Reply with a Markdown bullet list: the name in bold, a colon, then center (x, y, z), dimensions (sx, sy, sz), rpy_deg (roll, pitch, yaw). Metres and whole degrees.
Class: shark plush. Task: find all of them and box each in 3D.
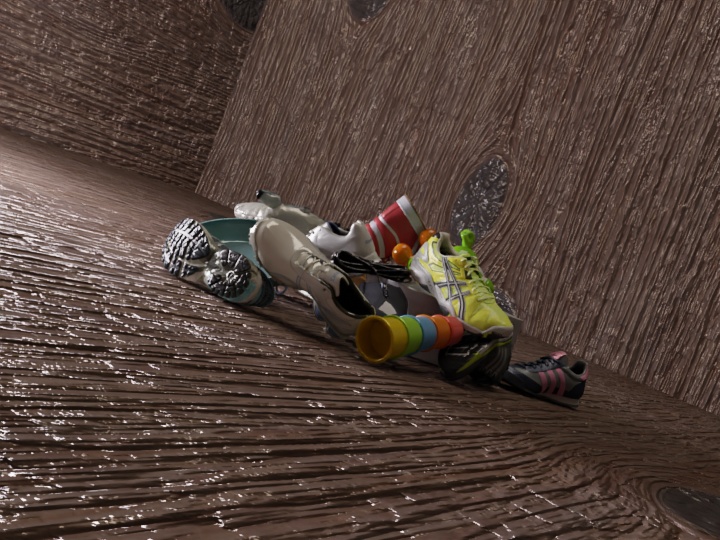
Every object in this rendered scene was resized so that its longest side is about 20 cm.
- **shark plush**: center (-0.102, -0.085, 1.648), dimensions (0.198, 0.092, 0.083), rpy_deg (-2, 5, -9)

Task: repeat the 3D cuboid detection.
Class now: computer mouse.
- **computer mouse**: center (0.004, 0.033, 1.439), dimensions (0.139, 0.046, 0.201), rpy_deg (13, 37, -3)

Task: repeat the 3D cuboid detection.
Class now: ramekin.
- **ramekin**: center (0.088, 0.076, 1.604), dimensions (0.199, 0.099, 0.200), rpy_deg (21, 3, -1)

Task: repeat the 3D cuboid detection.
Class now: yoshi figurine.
- **yoshi figurine**: center (0.134, -0.015, 1.615), dimensions (0.111, 0.113, 0.200), rpy_deg (14, 11, -36)

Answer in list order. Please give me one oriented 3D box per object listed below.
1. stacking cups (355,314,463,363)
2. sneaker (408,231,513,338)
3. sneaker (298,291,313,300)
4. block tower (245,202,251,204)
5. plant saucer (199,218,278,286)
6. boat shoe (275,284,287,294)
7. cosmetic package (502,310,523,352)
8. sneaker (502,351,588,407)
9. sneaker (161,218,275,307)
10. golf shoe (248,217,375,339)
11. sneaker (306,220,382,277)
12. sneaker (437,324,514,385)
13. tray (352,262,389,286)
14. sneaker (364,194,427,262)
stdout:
- **stacking cups**: center (0.075, 0.082, 1.358), dimensions (0.060, 0.061, 0.199), rpy_deg (23, 16, 34)
- **sneaker**: center (0.147, 0.022, 1.474), dimensions (0.075, 0.077, 0.200), rpy_deg (-5, 40, -46)
- **sneaker**: center (-0.023, 0.018, 1.763), dimensions (0.199, 0.107, 0.075), rpy_deg (24, 4, 37)
- **block tower**: center (-0.174, -0.049, 1.769), dimensions (0.057, 0.054, 0.200), rpy_deg (14, -19, 3)
- **plant saucer**: center (-0.171, -0.020, 1.513), dimensions (0.198, 0.036, 0.200), rpy_deg (7, 27, -3)
- **boat shoe**: center (-0.153, -0.005, 1.675), dimensions (0.198, 0.069, 0.084), rpy_deg (22, -6, -8)
- **cosmetic package**: center (0.181, 0.100, 1.753), dimensions (0.084, 0.109, 0.200), rpy_deg (18, 2, -24)
- **sneaker**: center (0.293, 0.162, 1.665), dimensions (0.199, 0.083, 0.070), rpy_deg (19, 4, -40)
- **sneaker**: center (-0.192, 0.000, 1.382), dimensions (0.199, 0.078, 0.086), rpy_deg (33, -2, 40)
- **golf shoe**: center (-0.054, 0.000, 1.328), dimensions (0.200, 0.078, 0.097), rpy_deg (44, -27, -13)
- **sneaker**: center (-0.063, -0.030, 1.583), dimensions (0.198, 0.088, 0.074), rpy_deg (-9, 12, 23)
- **sneaker**: center (0.175, 0.131, 1.480), dimensions (0.073, 0.082, 0.199), rpy_deg (-4, 8, 33)
- **tray**: center (0.000, 0.000, 1.716), dimensions (0.199, 0.037, 0.099), rpy_deg (32, 27, -23)
- **sneaker**: center (0.073, -0.027, 1.754), dimensions (0.201, 0.112, 0.071), rpy_deg (58, 0, -38)
